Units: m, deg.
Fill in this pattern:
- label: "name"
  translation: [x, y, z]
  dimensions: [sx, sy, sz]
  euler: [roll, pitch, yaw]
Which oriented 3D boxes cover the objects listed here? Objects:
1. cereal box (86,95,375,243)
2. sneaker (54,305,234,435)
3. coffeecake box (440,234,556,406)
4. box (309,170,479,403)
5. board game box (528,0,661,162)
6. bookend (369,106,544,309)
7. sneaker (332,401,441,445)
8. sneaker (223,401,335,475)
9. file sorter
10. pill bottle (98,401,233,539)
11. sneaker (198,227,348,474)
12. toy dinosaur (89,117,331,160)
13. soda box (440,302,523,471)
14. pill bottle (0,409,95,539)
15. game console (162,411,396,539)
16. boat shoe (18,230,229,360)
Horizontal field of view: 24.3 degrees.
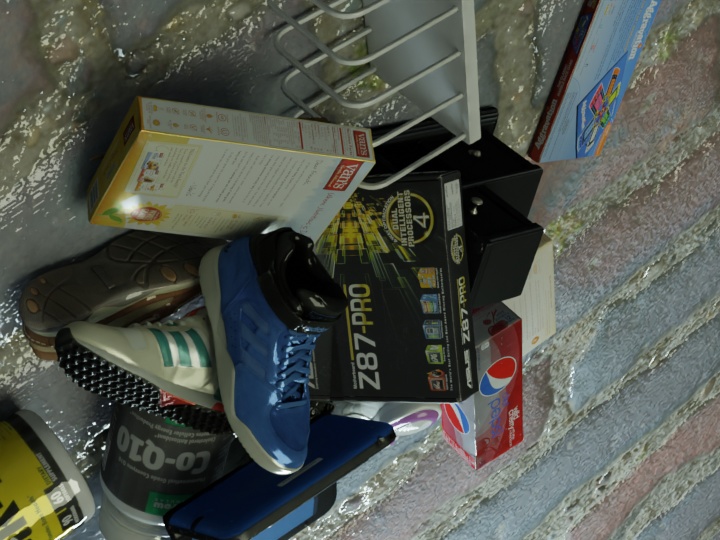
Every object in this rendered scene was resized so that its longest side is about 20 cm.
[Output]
- label: "cereal box"
  translation: [-0.106, -0.076, 1.351]
  dimensions: [0.200, 0.040, 0.144]
  euler: [6, 148, -25]
- label: "sneaker"
  translation: [-0.165, 0.067, 1.401]
  dimensions: [0.200, 0.070, 0.093]
  euler: [26, 60, -32]
- label: "coffeecake box"
  translation: [0.111, 0.052, 1.781]
  dimensions: [0.200, 0.073, 0.154]
  euler: [-34, 142, -21]
- label: "box"
  translation: [0.016, 0.014, 1.468]
  dimensions: [0.049, 0.161, 0.200]
  euler: [-22, 109, -60]
- label: "board game box"
  translation: [0.245, -0.206, 1.734]
  dimensions: [0.103, 0.019, 0.200]
  euler: [-9, 128, -41]
- label: "bookend"
  translation: [0.109, -0.056, 1.571]
  dimensions: [0.199, 0.200, 0.092]
  euler: [-13, 132, -39]
- label: "sneaker"
  translation: [0.014, 0.131, 1.717]
  dimensions: [0.075, 0.100, 0.200]
  euler: [-1, 162, -36]
- label: "sneaker"
  translation: [-0.052, 0.163, 1.678]
  dimensions: [0.199, 0.114, 0.076]
  euler: [-55, 146, 4]
- label: "file sorter"
  translation: [0.006, -0.188, 1.389]
  dimensions: [0.124, 0.139, 0.200]
  euler: [-33, 142, -21]
- label: "pill bottle"
  translation: [-0.178, 0.161, 1.538]
  dimensions: [0.113, 0.113, 0.200]
  euler: [-13, 131, -40]
- label: "sneaker"
  translation: [-0.058, 0.063, 1.376]
  dimensions: [0.111, 0.200, 0.077]
  euler: [-19, 170, 35]
- label: "toy dinosaur"
  translation: [-0.118, -0.103, 1.400]
  dimensions: [0.200, 0.060, 0.106]
  euler: [-10, 151, 1]
- label: "soda box"
  translation: [0.125, 0.114, 1.736]
  dimensions: [0.070, 0.063, 0.200]
  euler: [-30, 141, -22]
- label: "pill bottle"
  translation: [-0.337, 0.216, 1.416]
  dimensions: [0.200, 0.114, 0.114]
  euler: [-34, 142, -21]
- label: "game console"
  translation: [-0.068, 0.227, 1.525]
  dimensions: [0.200, 0.171, 0.118]
  euler: [-32, 109, -31]
- label: "boat shoe"
  translation: [-0.199, 0.020, 1.427]
  dimensions: [0.200, 0.076, 0.072]
  euler: [-19, 142, -26]
